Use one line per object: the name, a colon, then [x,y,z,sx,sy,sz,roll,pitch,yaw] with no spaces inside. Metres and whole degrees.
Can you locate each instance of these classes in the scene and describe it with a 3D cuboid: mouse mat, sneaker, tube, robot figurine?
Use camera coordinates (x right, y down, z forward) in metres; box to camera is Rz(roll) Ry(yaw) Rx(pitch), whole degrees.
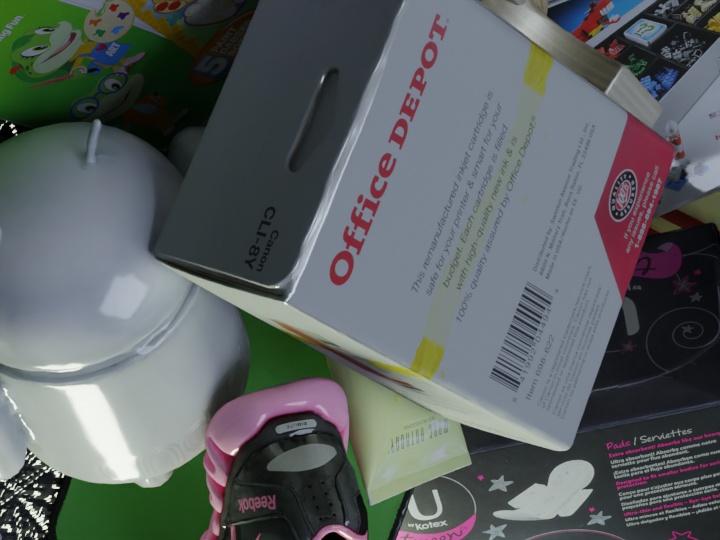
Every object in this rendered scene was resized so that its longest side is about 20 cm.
mouse mat: [-0.046,0.066,1.163,0.008,0.160,0.201,-83,-167,-79]
sneaker: [-0.029,0.140,1.090,0.079,0.096,0.201,-17,142,-16]
tube: [0.000,0.000,1.114,0.058,0.052,0.201,-16,88,-9]
robot figurine: [-0.112,0.014,1.050,0.170,0.113,0.200,-51,152,-19]

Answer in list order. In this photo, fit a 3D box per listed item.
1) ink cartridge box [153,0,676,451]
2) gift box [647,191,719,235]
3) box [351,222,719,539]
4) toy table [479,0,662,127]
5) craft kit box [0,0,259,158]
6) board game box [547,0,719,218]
ink cartridge box: [0.028,-0.028,1.026,0.200,0.083,0.146,30,78,-47]
gift box: [0.266,0.042,1.431,0.184,0.186,0.201,13,101,-49]
box: [0.097,0.073,1.242,0.199,0.133,0.115,-11,132,7]
toy table: [0.062,-0.132,1.166,0.183,0.117,0.201,21,97,-50]
craft kit box: [-0.077,-0.132,1.002,0.200,0.049,0.197,-42,145,27]
board game box: [0.186,-0.111,1.299,0.199,0.035,0.127,-22,101,-19]
